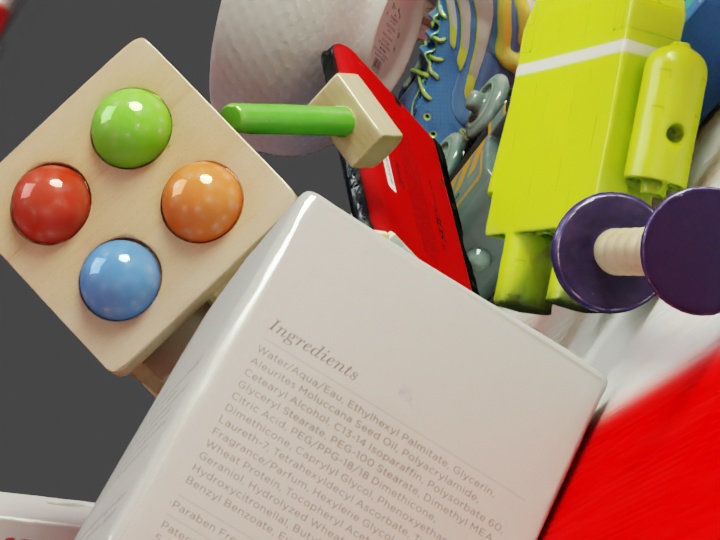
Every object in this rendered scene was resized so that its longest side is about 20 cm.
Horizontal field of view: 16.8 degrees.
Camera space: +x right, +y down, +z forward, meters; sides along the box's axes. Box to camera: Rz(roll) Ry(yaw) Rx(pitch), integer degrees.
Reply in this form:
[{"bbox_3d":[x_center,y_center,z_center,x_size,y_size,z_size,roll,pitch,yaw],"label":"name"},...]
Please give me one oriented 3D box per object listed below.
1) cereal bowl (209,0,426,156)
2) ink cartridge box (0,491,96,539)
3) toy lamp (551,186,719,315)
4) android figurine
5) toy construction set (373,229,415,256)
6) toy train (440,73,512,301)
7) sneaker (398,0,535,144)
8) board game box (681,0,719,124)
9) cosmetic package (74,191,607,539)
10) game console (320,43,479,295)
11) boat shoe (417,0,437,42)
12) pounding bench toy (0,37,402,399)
[{"bbox_3d":[-0.013,-0.160,1.509,0.200,0.083,0.200,19,-90,-75],"label":"cereal bowl"},{"bbox_3d":[-0.176,0.239,1.432,0.084,0.145,0.200,-169,86,-85],"label":"ink cartridge box"},{"bbox_3d":[0.122,-0.007,1.053,0.058,0.058,0.200,-58,8,-2],"label":"toy lamp"},{"bbox_3d":[0.115,-0.076,1.226,0.182,0.041,0.200,171,113,-68],"label":"android figurine"},{"bbox_3d":[-0.013,0.080,1.268,0.200,0.131,0.092,-49,26,14],"label":"toy construction set"},{"bbox_3d":[0.074,-0.033,1.520,0.200,0.085,0.114,-51,20,34],"label":"toy train"},{"bbox_3d":[0.065,-0.131,1.566,0.105,0.200,0.076,-28,36,-7],"label":"sneaker"},{"bbox_3d":[0.173,-0.124,1.304,0.200,0.045,0.152,-50,10,46],"label":"board game box"},{"bbox_3d":[-0.023,0.109,1.088,0.200,0.165,0.165,-61,7,-31],"label":"cosmetic package"},{"bbox_3d":[0.000,0.000,1.427,0.119,0.172,0.200,-30,42,17],"label":"game console"},{"bbox_3d":[0.089,-0.179,1.654,0.065,0.202,0.074,-28,48,48],"label":"boat shoe"},{"bbox_3d":[-0.076,-0.044,1.246,0.200,0.124,0.156,-44,-18,-3],"label":"pounding bench toy"}]
